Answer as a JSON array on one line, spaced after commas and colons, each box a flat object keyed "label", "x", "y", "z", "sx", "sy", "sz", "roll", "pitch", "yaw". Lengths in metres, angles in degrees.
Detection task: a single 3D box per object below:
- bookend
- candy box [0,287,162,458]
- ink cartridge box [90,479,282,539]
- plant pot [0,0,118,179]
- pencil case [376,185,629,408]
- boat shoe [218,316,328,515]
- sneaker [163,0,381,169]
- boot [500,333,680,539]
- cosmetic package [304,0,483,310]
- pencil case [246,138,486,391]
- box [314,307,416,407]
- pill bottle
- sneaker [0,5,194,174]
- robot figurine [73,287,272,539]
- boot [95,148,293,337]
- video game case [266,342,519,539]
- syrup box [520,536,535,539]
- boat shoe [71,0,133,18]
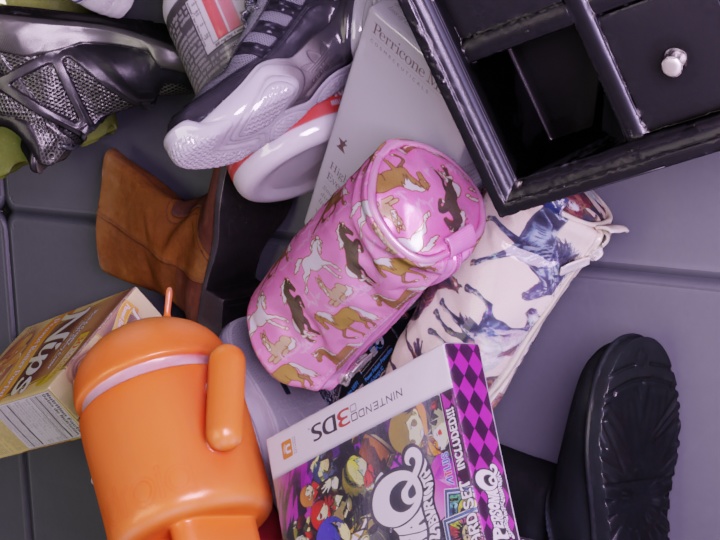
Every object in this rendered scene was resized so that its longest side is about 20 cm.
[{"label": "bookend", "x": 0.131, "y": -0.157, "z": 1.014, "sx": 0.199, "sy": 0.092, "sz": 0.200, "roll": -15, "pitch": 108, "yaw": 34}, {"label": "candy box", "x": -0.243, "y": 0.086, "z": 1.520, "sx": 0.055, "sy": 0.116, "sz": 0.199, "roll": 48, "pitch": 146, "yaw": -16}, {"label": "ink cartridge box", "x": -0.116, "y": 0.184, "z": 1.408, "sx": 0.201, "sy": 0.083, "sz": 0.176, "roll": 57, "pitch": 155, "yaw": 21}, {"label": "plant pot", "x": -0.280, "y": -0.177, "z": 1.494, "sx": 0.199, "sy": 0.199, "sz": 0.192, "roll": -12, "pitch": 102, "yaw": 47}, {"label": "pencil case", "x": 0.081, "y": 0.028, "z": 1.183, "sx": 0.089, "sy": 0.077, "sz": 0.201, "roll": 44, "pitch": 113, "yaw": 38}, {"label": "boat shoe", "x": -0.050, "y": 0.128, "z": 1.320, "sx": 0.201, "sy": 0.071, "sz": 0.071, "roll": 65, "pitch": 144, "yaw": 29}, {"label": "sneaker", "x": -0.064, "y": -0.154, "z": 1.207, "sx": 0.114, "sy": 0.199, "sz": 0.076, "roll": 50, "pitch": 164, "yaw": 12}, {"label": "boot", "x": 0.121, "y": 0.132, "z": 1.202, "sx": 0.162, "sy": 0.073, "sz": 0.201, "roll": 9, "pitch": 103, "yaw": 51}, {"label": "cosmetic package", "x": 0.037, "y": -0.077, "z": 1.204, "sx": 0.102, "sy": 0.074, "sz": 0.201, "roll": 43, "pitch": 142, "yaw": 22}, {"label": "pencil case", "x": 0.000, "y": 0.000, "z": 1.174, "sx": 0.200, "sy": 0.086, "sz": 0.083, "roll": -49, "pitch": 21, "yaw": 51}, {"label": "box", "x": -0.011, "y": 0.095, "z": 1.346, "sx": 0.160, "sy": 0.046, "sz": 0.200, "roll": 56, "pitch": 133, "yaw": 22}, {"label": "pill bottle", "x": -0.068, "y": -0.159, "z": 1.303, "sx": 0.116, "sy": 0.115, "sz": 0.202, "roll": -37, "pitch": 72, "yaw": 44}, {"label": "sneaker", "x": -0.189, "y": -0.129, "z": 1.403, "sx": 0.076, "sy": 0.197, "sz": 0.115, "roll": -110, "pitch": 26, "yaw": -71}, {"label": "robot figurine", "x": -0.125, "y": 0.116, "z": 1.267, "sx": 0.144, "sy": 0.115, "sz": 0.202, "roll": 94, "pitch": 159, "yaw": -64}, {"label": "boot", "x": -0.132, "y": -0.055, "z": 1.450, "sx": 0.199, "sy": 0.068, "sz": 0.190, "roll": 31, "pitch": 127, "yaw": 47}, {"label": "video game case", "x": 0.022, "y": 0.167, "z": 1.133, "sx": 0.181, "sy": 0.036, "sz": 0.202, "roll": -31, "pitch": 62, "yaw": 44}, {"label": "syrup box", "x": 0.063, "y": 0.211, "z": 1.181, "sx": 0.199, "sy": 0.078, "sz": 0.082, "roll": 6, "pitch": 107, "yaw": 50}, {"label": "boat shoe", "x": -0.153, "y": -0.280, "z": 1.402, "sx": 0.074, "sy": 0.086, "sz": 0.204, "roll": 10, "pitch": 77, "yaw": 49}]
